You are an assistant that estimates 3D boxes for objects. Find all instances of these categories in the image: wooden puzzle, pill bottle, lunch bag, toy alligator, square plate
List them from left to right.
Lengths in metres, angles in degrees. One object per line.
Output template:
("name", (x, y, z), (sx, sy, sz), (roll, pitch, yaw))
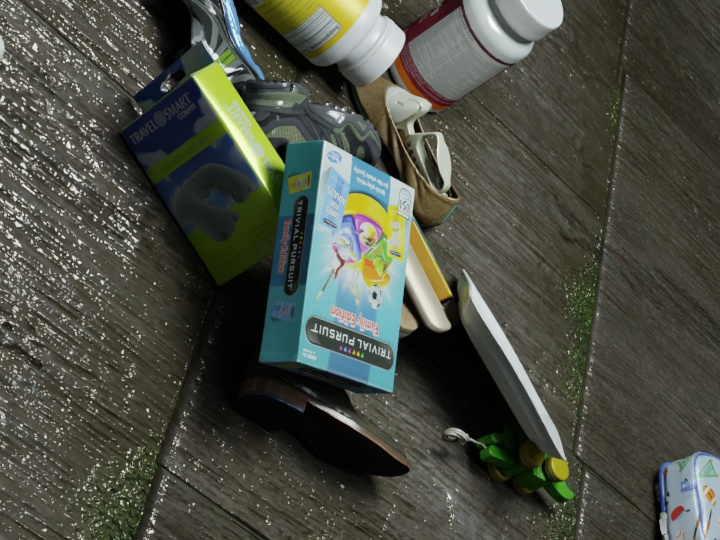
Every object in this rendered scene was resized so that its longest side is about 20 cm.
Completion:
("pill bottle", (-0.047, -0.296, 1.624), (0.200, 0.111, 0.112), (41, 42, -24))
("wooden puzzle", (0.058, -0.023, 1.565), (0.186, 0.037, 0.200), (64, 8, 3))
("pill bottle", (0.135, -0.277, 1.740), (0.109, 0.199, 0.110), (26, 49, -35))
("square plate", (0.155, 0.102, 1.600), (0.199, 0.028, 0.200), (60, 6, -6))
("toy alligator", (0.162, 0.192, 1.592), (0.199, 0.059, 0.055), (31, 47, -32))
("lunch bag", (0.439, 0.319, 1.810), (0.199, 0.075, 0.162), (26, 52, -36))

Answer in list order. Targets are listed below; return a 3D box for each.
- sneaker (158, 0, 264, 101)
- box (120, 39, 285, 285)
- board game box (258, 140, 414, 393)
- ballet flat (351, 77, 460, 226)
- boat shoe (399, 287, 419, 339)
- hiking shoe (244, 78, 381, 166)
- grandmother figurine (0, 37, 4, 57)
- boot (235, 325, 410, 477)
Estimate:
("sneaker", (-0.151, -0.207, 1.501), (0.082, 0.071, 0.201), (-21, 86, -28))
("box", (-0.139, -0.099, 1.390), (0.201, 0.122, 0.048), (57, 40, -4))
("board game box", (-0.018, 0.001, 1.359), (0.151, 0.047, 0.202), (23, 69, -52))
("ballet flat", (0.060, -0.149, 1.681), (0.068, 0.072, 0.201), (-14, 78, -50))
("boat shoe", (0.000, 0.000, 1.529), (0.072, 0.065, 0.201), (23, 33, -43))
("hiking shoe", (-0.056, -0.122, 1.486), (0.199, 0.075, 0.102), (21, 83, -50))
("grandmother figurine", (-0.384, -0.253, 1.270), (0.200, 0.060, 0.121), (50, 48, -9))
("boot", (-0.025, 0.122, 1.418), (0.199, 0.074, 0.098), (32, 49, -28))
